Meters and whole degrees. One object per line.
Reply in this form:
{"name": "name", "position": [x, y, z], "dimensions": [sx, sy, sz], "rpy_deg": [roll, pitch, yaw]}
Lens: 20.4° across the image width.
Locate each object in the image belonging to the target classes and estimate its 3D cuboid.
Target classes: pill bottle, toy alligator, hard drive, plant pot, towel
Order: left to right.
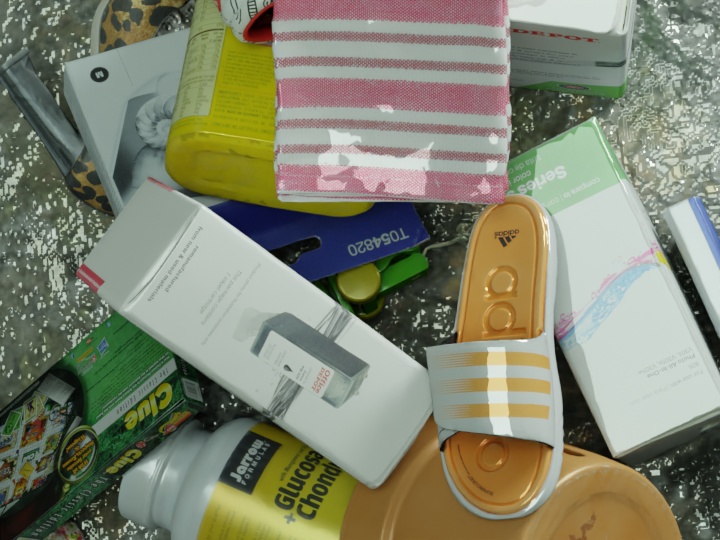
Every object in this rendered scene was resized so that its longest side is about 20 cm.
{"name": "pill bottle", "position": [-0.055, 0.165, 1.331], "dimensions": [0.199, 0.112, 0.112], "rpy_deg": [21, 88, 13]}
{"name": "toy alligator", "position": [0.000, 0.000, 1.367], "dimensions": [0.200, 0.059, 0.054], "rpy_deg": [-34, 76, -6]}
{"name": "towel", "position": [0.016, -0.138, 1.189], "dimensions": [0.146, 0.030, 0.201], "rpy_deg": [1, 104, 9]}
{"name": "plant pot", "position": [0.104, 0.187, 1.230], "dimensions": [0.140, 0.199, 0.201], "rpy_deg": [-5, 79, 54]}
{"name": "hard drive", "position": [0.248, 0.056, 1.271], "dimensions": [0.025, 0.132, 0.201], "rpy_deg": [-24, 79, 8]}

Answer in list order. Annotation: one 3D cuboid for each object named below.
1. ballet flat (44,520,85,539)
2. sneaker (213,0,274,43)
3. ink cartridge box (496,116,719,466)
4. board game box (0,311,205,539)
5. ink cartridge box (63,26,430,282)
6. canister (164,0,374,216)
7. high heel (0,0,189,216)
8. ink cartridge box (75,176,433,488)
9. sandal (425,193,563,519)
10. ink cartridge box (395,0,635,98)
{"name": "ballet flat", "position": [-0.295, 0.196, 1.402], "dimensions": [0.199, 0.064, 0.076], "rpy_deg": [0, 83, 11]}
{"name": "sneaker", "position": [-0.009, -0.212, 1.268], "dimensions": [0.201, 0.067, 0.108], "rpy_deg": [-22, 69, -14]}
{"name": "ink cartridge box", "position": [0.164, 0.019, 1.287], "dimensions": [0.087, 0.145, 0.201], "rpy_deg": [-27, 79, 8]}
{"name": "board game box", "position": [-0.187, 0.102, 1.343], "dimensions": [0.200, 0.023, 0.105], "rpy_deg": [-39, 47, 26]}
{"name": "ink cartridge box", "position": [-0.077, -0.081, 1.345], "dimensions": [0.199, 0.041, 0.200], "rpy_deg": [-19, 65, -16]}
{"name": "canister", "position": [-0.045, -0.144, 1.312], "dimensions": [0.148, 0.087, 0.201], "rpy_deg": [10, 61, -3]}
{"name": "high heel", "position": [-0.143, -0.138, 1.427], "dimensions": [0.200, 0.071, 0.143], "rpy_deg": [-36, 99, -7]}
{"name": "ink cartridge box", "position": [-0.062, 0.037, 1.237], "dimensions": [0.200, 0.146, 0.085], "rpy_deg": [38, 86, -21]}
{"name": "sandal", "position": [0.073, 0.043, 1.179], "dimensions": [0.079, 0.059, 0.207], "rpy_deg": [-11, 64, 27]}
{"name": "ink cartridge box", "position": [0.105, -0.177, 1.291], "dimensions": [0.145, 0.200, 0.084], "rpy_deg": [8, 84, 7]}
